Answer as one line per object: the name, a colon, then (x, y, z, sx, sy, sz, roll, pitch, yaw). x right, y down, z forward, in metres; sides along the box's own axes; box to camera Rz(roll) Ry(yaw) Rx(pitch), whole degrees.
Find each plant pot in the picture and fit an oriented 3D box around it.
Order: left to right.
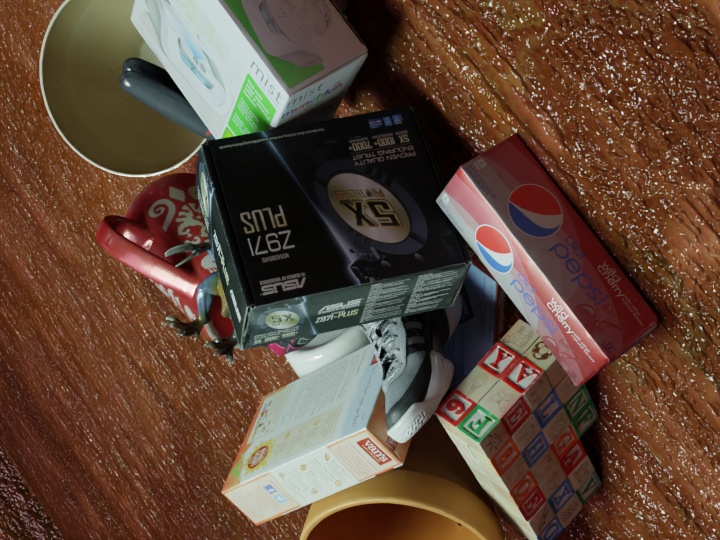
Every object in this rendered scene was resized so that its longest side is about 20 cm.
plant pot: (-0.210, -0.208, 1.561, 0.199, 0.134, 0.202, 4, 105, 16)
plant pot: (0.050, 0.235, 1.482, 0.199, 0.140, 0.201, 7, 134, 7)

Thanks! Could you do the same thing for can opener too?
can opener: (-0.142, -0.142, 1.449, 0.199, 0.079, 0.063, 29, -161, -26)

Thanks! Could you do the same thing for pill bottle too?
pill bottle: (0.016, 0.130, 1.575, 0.114, 0.114, 0.201, 7, 134, 57)

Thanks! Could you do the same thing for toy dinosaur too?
toy dinosaur: (-0.132, -0.008, 1.547, 0.105, 0.200, 0.182, 32, 103, 16)

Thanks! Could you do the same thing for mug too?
mug: (-0.189, 0.000, 1.691, 0.200, 0.177, 0.134, 43, 144, 46)

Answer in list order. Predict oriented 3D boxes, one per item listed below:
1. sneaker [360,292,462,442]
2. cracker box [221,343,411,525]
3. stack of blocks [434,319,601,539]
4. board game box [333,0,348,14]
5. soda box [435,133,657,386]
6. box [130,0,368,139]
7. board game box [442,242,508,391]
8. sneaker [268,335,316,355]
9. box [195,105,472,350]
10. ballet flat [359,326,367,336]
sneaker: (0.023, 0.062, 1.354, 0.113, 0.201, 0.076, 32, 127, -12)
cracker box: (-0.030, 0.151, 1.445, 0.199, 0.134, 0.058, -28, 116, 37)
stack of blocks: (0.156, 0.152, 1.366, 0.058, 0.115, 0.200, 33, 162, 41)
board game box: (-0.078, -0.269, 1.401, 0.153, 0.040, 0.200, 49, 152, 16)
soda box: (0.153, -0.009, 1.251, 0.200, 0.070, 0.063, 53, 151, 10)
box: (-0.103, -0.213, 1.354, 0.200, 0.096, 0.177, 54, 155, 8)
board game box: (0.099, 0.051, 1.465, 0.103, 0.019, 0.201, 38, 147, 32)
sneaker: (-0.072, 0.030, 1.501, 0.081, 0.075, 0.200, 45, -178, -6)
box: (-0.027, -0.039, 1.305, 0.086, 0.199, 0.165, 108, 148, -61)
ballet flat: (0.000, 0.000, 1.455, 0.201, 0.072, 0.072, 52, 157, -21)
